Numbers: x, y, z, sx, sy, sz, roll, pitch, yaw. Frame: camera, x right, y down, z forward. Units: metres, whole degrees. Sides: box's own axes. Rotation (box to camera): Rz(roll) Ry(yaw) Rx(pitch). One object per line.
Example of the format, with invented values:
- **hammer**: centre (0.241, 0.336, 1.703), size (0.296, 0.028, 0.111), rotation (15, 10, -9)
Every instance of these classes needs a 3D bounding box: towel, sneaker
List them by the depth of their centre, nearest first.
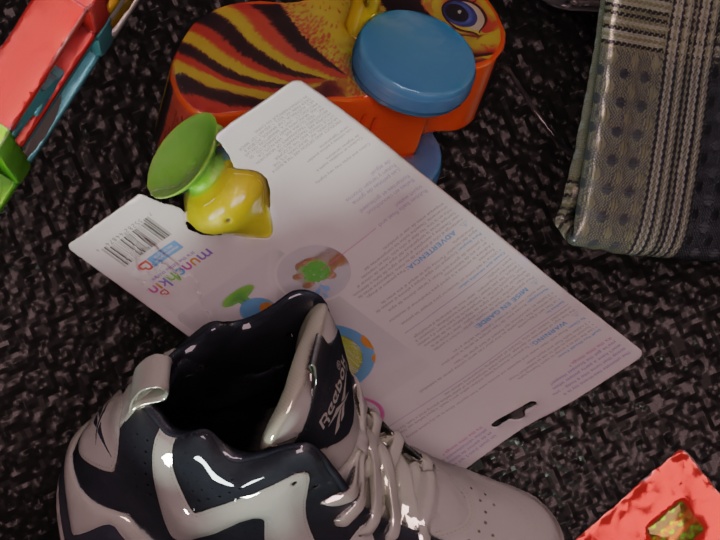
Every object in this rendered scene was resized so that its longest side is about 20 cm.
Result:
- **sneaker**: centre (-0.005, 0.070, 0.959), size (0.198, 0.130, 0.080), rotation (16, 53, -9)
- **towel**: centre (0.159, -0.102, 1.000), size (0.191, 0.034, 0.202), rotation (3, 99, -36)

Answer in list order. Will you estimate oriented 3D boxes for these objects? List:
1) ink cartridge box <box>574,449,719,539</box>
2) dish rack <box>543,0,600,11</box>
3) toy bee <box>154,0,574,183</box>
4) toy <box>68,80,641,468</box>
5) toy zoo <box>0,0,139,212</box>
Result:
- **ink cartridge box**: centre (0.137, 0.197, 1.028), size (0.162, 0.050, 0.200), rotation (-39, 93, -5)
- **dish rack**: centre (0.112, -0.203, 1.035), size (0.152, 0.055, 0.202), rotation (-6, 77, -6)
- **toy bee**: centre (0.011, -0.077, 1.015), size (0.199, 0.109, 0.131), rotation (18, 129, -34)
- **toy**: centre (0.000, 0.000, 0.981), size (0.115, 0.047, 0.200), rotation (-34, 132, 26)
- **toy zoo**: centre (-0.107, -0.095, 0.986), size (0.020, 0.131, 0.201), rotation (33, 86, -1)
